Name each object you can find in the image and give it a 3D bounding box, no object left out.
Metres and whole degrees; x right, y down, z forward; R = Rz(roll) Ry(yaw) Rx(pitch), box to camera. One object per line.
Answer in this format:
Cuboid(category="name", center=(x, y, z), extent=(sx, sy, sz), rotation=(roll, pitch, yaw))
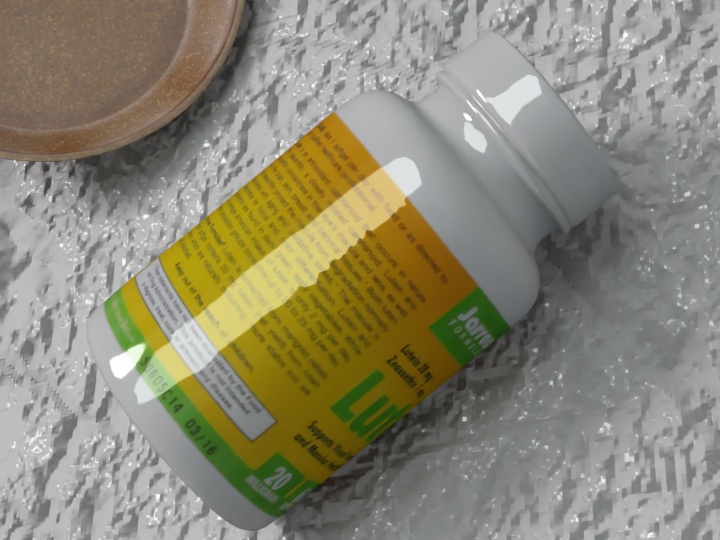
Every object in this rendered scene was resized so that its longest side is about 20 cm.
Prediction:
Cuboid(category="pill bottle", center=(0.000, 0.000, 0.651), extent=(0.200, 0.111, 0.111), rotation=(-39, 53, 2))
Cuboid(category="plant saucer", center=(-0.157, -0.142, 0.811), extent=(0.200, 0.037, 0.201), rotation=(3, 72, -9))
